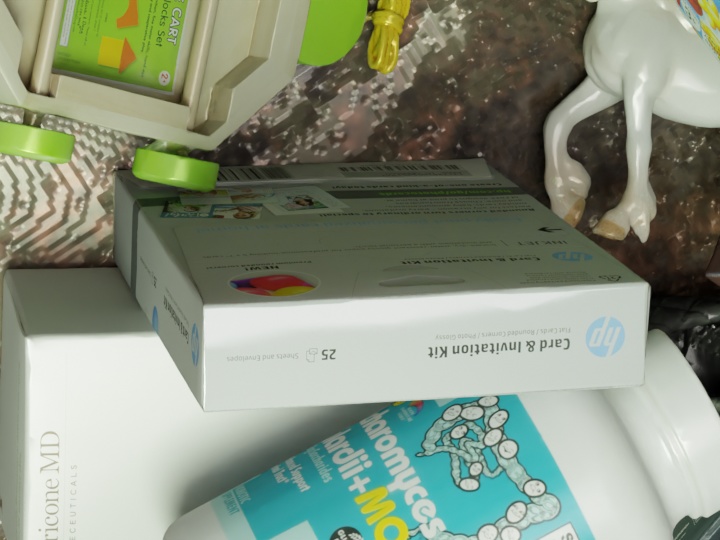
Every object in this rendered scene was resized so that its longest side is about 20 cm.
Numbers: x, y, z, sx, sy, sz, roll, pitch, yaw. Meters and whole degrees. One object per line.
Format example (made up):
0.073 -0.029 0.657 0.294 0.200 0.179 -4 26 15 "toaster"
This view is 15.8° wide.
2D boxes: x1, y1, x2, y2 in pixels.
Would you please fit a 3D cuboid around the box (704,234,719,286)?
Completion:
0.220 -0.063 1.010 0.100 0.075 0.201 33 70 -31 "box"

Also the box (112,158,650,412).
0.000 0.000 0.947 0.155 0.200 0.041 -3 104 -14 "box"

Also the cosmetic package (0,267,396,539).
-0.039 0.058 1.016 0.199 0.085 0.108 -3 109 -14 "cosmetic package"

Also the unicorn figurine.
0.129 -0.075 1.035 0.199 0.074 0.138 14 92 -31 "unicorn figurine"

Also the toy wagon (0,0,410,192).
-0.065 -0.109 0.963 0.199 0.039 0.156 11 92 -43 "toy wagon"

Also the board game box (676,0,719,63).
0.165 -0.126 0.872 0.103 0.200 0.105 -33 65 -2 "board game box"

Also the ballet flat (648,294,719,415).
0.186 0.038 1.068 0.199 0.057 0.067 -6 110 -3 "ballet flat"

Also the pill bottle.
0.037 0.097 0.943 0.199 0.111 0.111 -28 110 -5 "pill bottle"

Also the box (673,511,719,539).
0.185 0.146 1.084 0.159 0.046 0.200 27 116 -20 "box"
